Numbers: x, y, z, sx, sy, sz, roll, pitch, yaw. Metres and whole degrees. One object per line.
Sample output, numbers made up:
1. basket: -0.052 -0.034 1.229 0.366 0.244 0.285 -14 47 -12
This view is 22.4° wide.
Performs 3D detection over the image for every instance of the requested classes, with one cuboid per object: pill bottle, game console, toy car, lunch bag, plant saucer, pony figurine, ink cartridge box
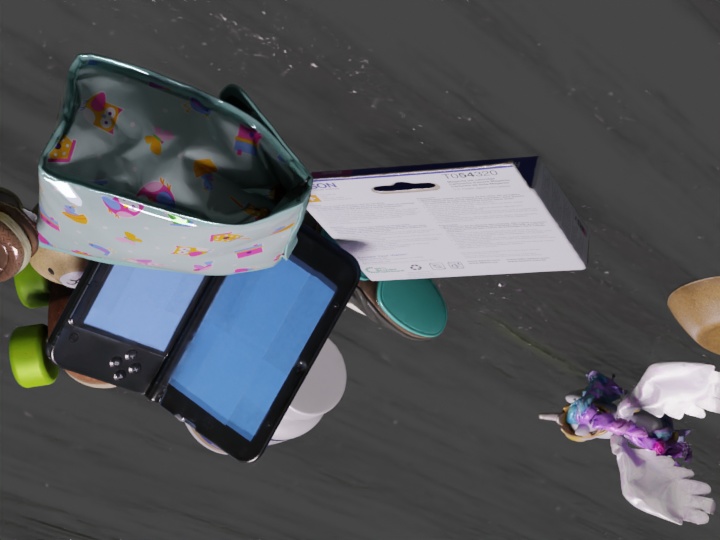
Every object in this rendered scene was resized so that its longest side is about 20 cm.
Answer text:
1. pill bottle: -0.100 0.124 1.929 0.119 0.120 0.200 16 159 -26
2. game console: -0.129 0.032 1.489 0.170 0.201 0.118 22 -169 -39
3. toy car: -0.240 -0.007 1.563 0.163 0.159 0.200 -8 148 8
4. lunch bag: -0.136 -0.065 1.366 0.199 0.123 0.170 14 161 -5
5. plant saucer: 0.380 0.050 1.667 0.199 0.036 0.200 6 162 2
6. pony figurine: 0.292 0.169 1.920 0.192 0.168 0.200 11 179 13
7. ink cartridge box: 0.064 -0.051 1.457 0.195 0.044 0.200 -3 154 23

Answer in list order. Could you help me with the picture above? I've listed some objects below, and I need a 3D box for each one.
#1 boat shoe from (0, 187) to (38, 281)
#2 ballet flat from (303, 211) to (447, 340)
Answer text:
1. boat shoe: -0.298 -0.040 1.424 0.202 0.075 0.075 -1 131 54
2. ballet flat: 0.000 0.000 1.618 0.068 0.068 0.200 4 154 42
